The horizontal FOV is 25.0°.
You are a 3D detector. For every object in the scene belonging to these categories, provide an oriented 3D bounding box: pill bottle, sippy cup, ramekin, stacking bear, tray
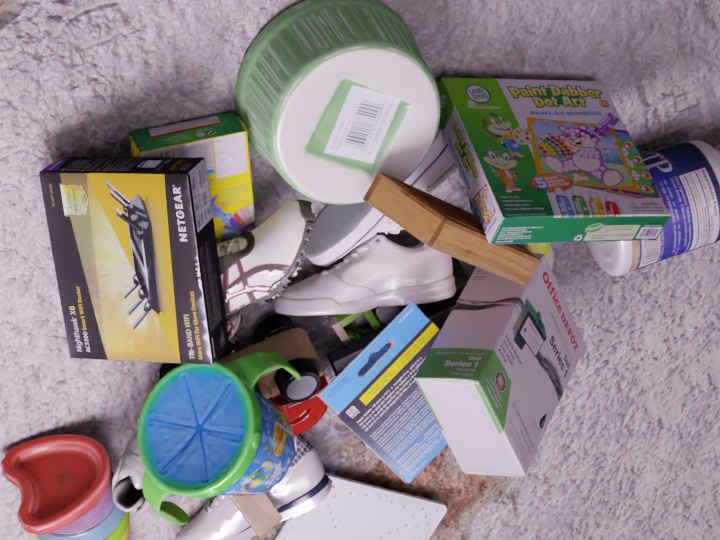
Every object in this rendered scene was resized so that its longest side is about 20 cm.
[{"bbox_3d":[0.354,-0.079,1.818,0.199,0.120,0.120,-18,127,-12],"label":"pill bottle"},{"bbox_3d":[-0.134,0.170,1.636,0.177,0.140,0.130,-20,157,21],"label":"sippy cup"},{"bbox_3d":[-0.017,-0.164,1.616,0.199,0.098,0.201,-11,125,-16],"label":"ramekin"},{"bbox_3d":[-0.306,0.284,1.788,0.113,0.122,0.201,-22,136,-12],"label":"stacking bear"},{"bbox_3d":[0.096,-0.041,1.649,0.200,0.099,0.037,18,105,-55],"label":"tray"}]

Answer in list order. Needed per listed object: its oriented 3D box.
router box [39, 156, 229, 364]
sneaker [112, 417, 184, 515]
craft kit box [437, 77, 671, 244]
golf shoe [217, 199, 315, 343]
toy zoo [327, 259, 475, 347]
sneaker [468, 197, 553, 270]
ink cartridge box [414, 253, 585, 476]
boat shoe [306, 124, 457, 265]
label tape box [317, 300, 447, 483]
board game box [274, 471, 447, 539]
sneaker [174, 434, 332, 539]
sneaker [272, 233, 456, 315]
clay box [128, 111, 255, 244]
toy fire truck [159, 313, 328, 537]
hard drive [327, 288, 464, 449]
[{"bbox_3d":[-0.219,-0.010,1.588,0.156,0.052,0.201,1,113,17],"label":"router box"},{"bbox_3d":[-0.234,0.226,1.737,0.092,0.075,0.200,-55,167,-28],"label":"sneaker"},{"bbox_3d":[0.194,-0.115,1.673,0.199,0.198,0.049,-2,138,-24],"label":"craft kit box"},{"bbox_3d":[-0.126,0.000,1.634,0.088,0.077,0.200,35,106,-27],"label":"golf shoe"},{"bbox_3d":[0.076,0.045,1.843,0.199,0.020,0.131,-33,128,0],"label":"toy zoo"},{"bbox_3d":[0.164,-0.048,1.799,0.104,0.076,0.201,5,118,-7],"label":"sneaker"},{"bbox_3d":[0.154,0.097,1.740,0.200,0.084,0.146,-58,133,-37],"label":"ink cartridge box"},{"bbox_3d":[0.029,-0.069,1.721,0.200,0.071,0.070,-45,125,1],"label":"boat shoe"},{"bbox_3d":[0.039,0.121,1.762,0.144,0.063,0.200,-45,132,-3],"label":"label tape box"},{"bbox_3d":[-0.022,0.340,1.993,0.199,0.026,0.201,18,112,-32],"label":"board game box"},{"bbox_3d":[-0.134,0.262,1.875,0.199,0.076,0.081,-29,107,0],"label":"sneaker"},{"bbox_3d":[0.000,0.000,1.760,0.199,0.075,0.089,-9,94,-3],"label":"sneaker"},{"bbox_3d":[-0.167,-0.055,1.657,0.114,0.048,0.201,-13,127,-15],"label":"clay box"},{"bbox_3d":[-0.113,0.178,1.797,0.175,0.129,0.201,-23,138,-8],"label":"toy fire truck"},{"bbox_3d":[0.074,0.107,1.849,0.199,0.033,0.140,-25,128,-7],"label":"hard drive"}]
